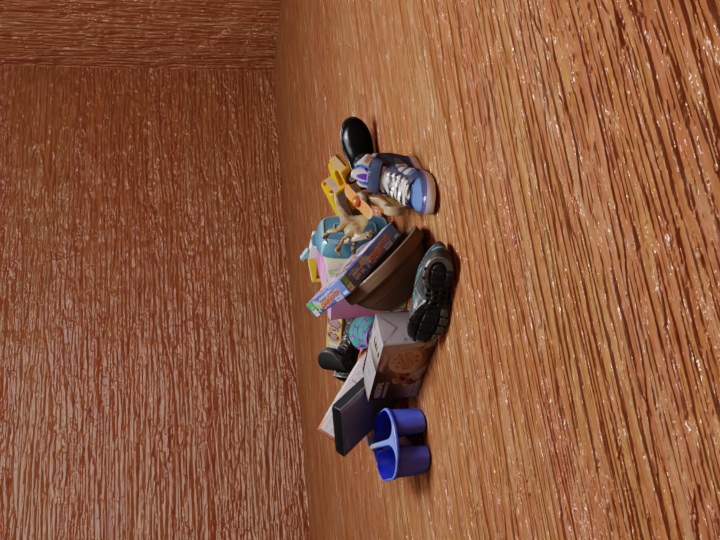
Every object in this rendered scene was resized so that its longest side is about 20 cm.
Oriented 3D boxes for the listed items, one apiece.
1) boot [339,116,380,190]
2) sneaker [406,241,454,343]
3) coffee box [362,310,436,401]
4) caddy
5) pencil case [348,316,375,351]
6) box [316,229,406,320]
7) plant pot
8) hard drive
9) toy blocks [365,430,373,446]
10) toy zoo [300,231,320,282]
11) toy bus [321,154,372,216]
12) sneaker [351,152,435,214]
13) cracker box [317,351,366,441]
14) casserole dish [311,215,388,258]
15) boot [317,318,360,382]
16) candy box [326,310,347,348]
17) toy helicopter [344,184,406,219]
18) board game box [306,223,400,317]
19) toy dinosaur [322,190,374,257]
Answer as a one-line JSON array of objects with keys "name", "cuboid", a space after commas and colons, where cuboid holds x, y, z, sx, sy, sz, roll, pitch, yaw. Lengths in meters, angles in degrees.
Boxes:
[{"name": "boot", "cuboid": [0.011, -0.273, 1.671, 0.158, 0.078, 0.216, -166, 60, -83]}, {"name": "sneaker", "cuboid": [0.131, 0.042, 1.268, 0.080, 0.074, 0.203, -87, 9, -57]}, {"name": "coffee box", "cuboid": [0.074, 0.173, 1.413, 0.202, 0.112, 0.081, 103, 159, -48]}, {"name": "caddy", "cuboid": [0.072, 0.366, 1.470, 0.200, 0.102, 0.145, 120, 144, -67]}, {"name": "pencil case", "cuboid": [0.031, 0.155, 1.669, 0.200, 0.083, 0.095, 173, 111, -78]}, {"name": "box", "cuboid": [0.000, 0.000, 1.567, 0.202, 0.172, 0.098, -108, 17, -48]}, {"name": "plant pot", "cuboid": [0.066, 0.013, 1.376, 0.093, 0.201, 0.201, 46, 167, -4]}, {"name": "hard drive", "cuboid": [0.014, 0.293, 1.530, 0.032, 0.199, 0.142, 23, 133, 33]}, {"name": "toy blocks", "cuboid": [0.030, 0.368, 1.739, 0.200, 0.098, 0.140, -129, 27, -71]}, {"name": "toy zoo", "cuboid": [-0.055, -0.037, 1.765, 0.021, 0.195, 0.134, -118, 28, -62]}, {"name": "toy bus", "cuboid": [-0.031, -0.166, 1.609, 0.065, 0.078, 0.201, 51, 172, 43]}, {"name": "sneaker", "cuboid": [0.055, -0.167, 1.357, 0.201, 0.143, 0.082, -110, 22, -55]}, {"name": "cracker box", "cuboid": [-0.024, 0.293, 1.610, 0.202, 0.057, 0.134, -57, -3, -15]}, {"name": "casserole dish", "cuboid": [-0.012, -0.081, 1.556, 0.122, 0.195, 0.039, -99, 9, -50]}, {"name": "boot", "cuboid": [-0.039, 0.180, 1.796, 0.201, 0.068, 0.178, 55, -135, -57]}, {"name": "candy box", "cuboid": [-0.038, 0.141, 1.904, 0.056, 0.116, 0.204, 17, 118, 31]}, {"name": "toy helicopter", "cuboid": [0.042, -0.145, 1.454, 0.200, 0.129, 0.081, -128, 38, -69]}, {"name": "board game box", "cuboid": [-0.013, -0.002, 1.394, 0.135, 0.035, 0.200, -37, 9, 50]}, {"name": "toy dinosaur", "cuboid": [-0.028, -0.086, 1.478, 0.058, 0.101, 0.200, 44, -178, -39]}]
